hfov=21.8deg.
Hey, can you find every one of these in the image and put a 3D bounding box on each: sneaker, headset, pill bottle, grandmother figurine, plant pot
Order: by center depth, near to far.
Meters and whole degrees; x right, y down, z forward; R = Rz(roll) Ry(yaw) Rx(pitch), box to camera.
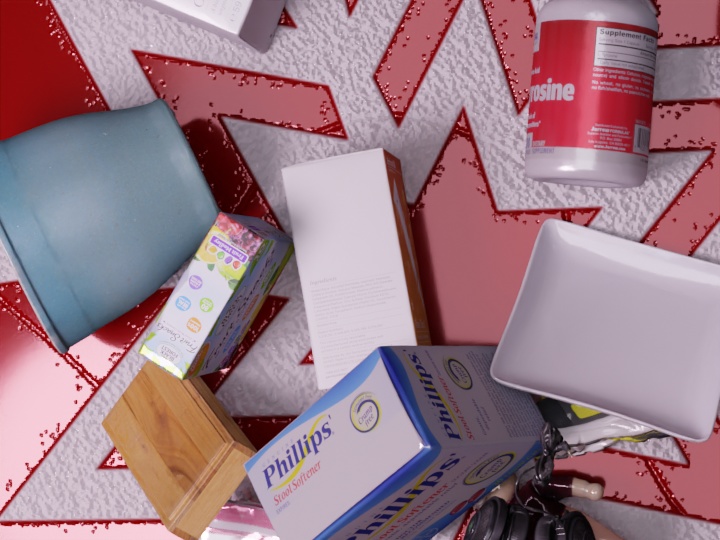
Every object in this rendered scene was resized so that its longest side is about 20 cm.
[{"bbox_3d":[0.151,0.225,1.624,0.122,0.201,0.095,9,48,8],"label":"headset"},{"bbox_3d":[0.209,-0.179,1.677,0.111,0.112,0.203,4,89,9],"label":"pill bottle"},{"bbox_3d":[0.210,0.119,1.699,0.198,0.075,0.086,-10,73,4],"label":"sneaker"},{"bbox_3d":[0.174,0.237,1.702,0.199,0.061,0.122,37,90,11],"label":"grandmother figurine"},{"bbox_3d":[-0.232,-0.056,1.705,0.187,0.200,0.202,-26,85,-6],"label":"plant pot"}]

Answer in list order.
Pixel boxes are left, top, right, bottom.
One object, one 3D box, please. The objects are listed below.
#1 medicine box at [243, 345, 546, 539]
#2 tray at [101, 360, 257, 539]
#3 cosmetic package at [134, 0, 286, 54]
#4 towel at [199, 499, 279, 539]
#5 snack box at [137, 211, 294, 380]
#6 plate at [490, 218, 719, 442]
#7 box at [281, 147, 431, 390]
[{"bbox_3d":[0.035,0.157,1.619,0.182,0.199,0.104,-42,65,29],"label":"medicine box"},{"bbox_3d":[-0.168,0.153,1.697,0.037,0.200,0.099,33,96,-35],"label":"tray"},{"bbox_3d":[-0.152,-0.337,1.733,0.198,0.123,0.201,22,92,10],"label":"cosmetic package"},{"bbox_3d":[-0.092,0.315,1.697,0.145,0.030,0.202,5,83,17],"label":"towel"},{"bbox_3d":[-0.124,0.022,1.679,0.053,0.200,0.143,30,93,6],"label":"snack box"},{"bbox_3d":[0.232,0.056,1.661,0.197,0.032,0.201,16,51,10],"label":"plate"},{"bbox_3d":[0.000,0.000,1.699,0.096,0.124,0.202,-10,87,8],"label":"box"}]
